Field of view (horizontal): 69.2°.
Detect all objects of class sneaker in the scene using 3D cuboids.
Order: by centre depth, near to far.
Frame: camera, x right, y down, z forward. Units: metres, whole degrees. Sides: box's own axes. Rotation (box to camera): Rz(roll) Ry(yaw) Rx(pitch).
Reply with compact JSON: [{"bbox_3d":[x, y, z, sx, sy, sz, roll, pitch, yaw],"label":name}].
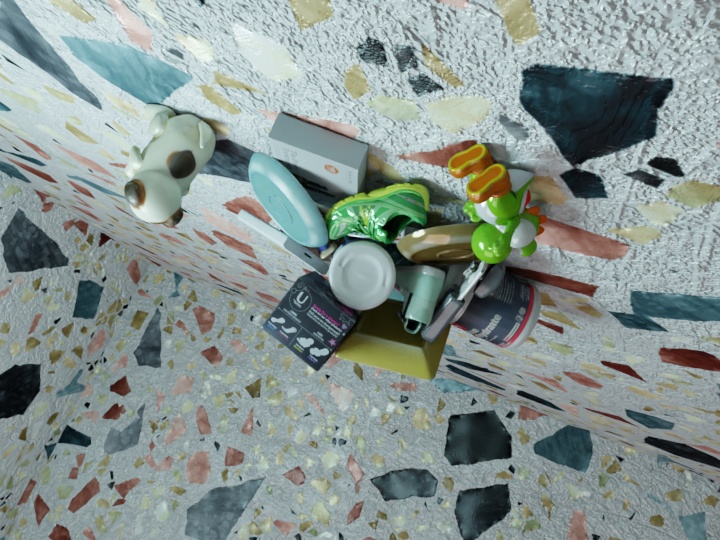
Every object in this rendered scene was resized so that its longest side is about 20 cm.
[{"bbox_3d":[0.020,-0.083,0.857,0.198,0.085,0.074,-15,165,30],"label":"sneaker"},{"bbox_3d":[0.092,0.056,0.998,0.073,0.119,0.200,19,172,-8],"label":"sneaker"},{"bbox_3d":[0.044,-0.045,1.107,0.198,0.078,0.080,12,153,37],"label":"sneaker"}]

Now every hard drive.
[{"bbox_3d":[-0.164,-0.062,1.097,0.199,0.027,0.132,29,174,46],"label":"hard drive"}]

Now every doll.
[{"bbox_3d":[-0.127,-0.117,1.040,0.201,0.048,0.137,52,180,-21],"label":"doll"}]

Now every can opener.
[{"bbox_3d":[0.177,0.057,0.927,0.066,0.053,0.201,34,125,-2],"label":"can opener"}]

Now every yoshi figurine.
[{"bbox_3d":[0.179,-0.070,0.719,0.111,0.113,0.200,10,157,41],"label":"yoshi figurine"}]

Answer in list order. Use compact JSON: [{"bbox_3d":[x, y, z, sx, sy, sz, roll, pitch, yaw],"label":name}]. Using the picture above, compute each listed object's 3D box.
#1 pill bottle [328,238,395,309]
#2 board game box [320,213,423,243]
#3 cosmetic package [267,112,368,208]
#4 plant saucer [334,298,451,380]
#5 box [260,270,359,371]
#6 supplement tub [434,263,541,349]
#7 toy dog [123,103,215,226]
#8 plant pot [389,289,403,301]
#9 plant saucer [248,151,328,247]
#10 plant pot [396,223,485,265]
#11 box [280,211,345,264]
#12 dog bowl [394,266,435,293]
[{"bbox_3d":[0.000,0.000,0.990,0.119,0.121,0.200,24,-175,-4],"label":"pill bottle"},{"bbox_3d":[0.032,-0.075,0.998,0.198,0.035,0.126,12,-174,35],"label":"board game box"},{"bbox_3d":[-0.066,-0.168,0.877,0.149,0.052,0.200,19,165,4],"label":"cosmetic package"},{"bbox_3d":[0.072,0.117,1.042,0.198,0.200,0.049,11,121,15],"label":"plant saucer"},{"bbox_3d":[-0.081,0.086,0.980,0.132,0.115,0.200,37,-175,1],"label":"box"},{"bbox_3d":[0.238,0.057,1.031,0.198,0.142,0.140,24,166,-6],"label":"supplement tub"},{"bbox_3d":[-0.350,-0.180,0.965,0.192,0.202,0.139,13,163,34],"label":"toy dog"},{"bbox_3d":[0.094,0.091,1.329,0.133,0.202,0.200,-19,144,27],"label":"plant pot"},{"bbox_3d":[-0.134,-0.115,0.917,0.200,0.027,0.201,41,159,19],"label":"plant saucer"},{"bbox_3d":[0.160,-0.038,0.879,0.197,0.028,0.200,-2,169,0],"label":"plant pot"},{"bbox_3d":[-0.079,-0.066,1.215,0.100,0.076,0.200,9,158,46],"label":"box"},{"bbox_3d":[0.155,0.025,1.179,0.198,0.074,0.200,21,166,6],"label":"dog bowl"}]
